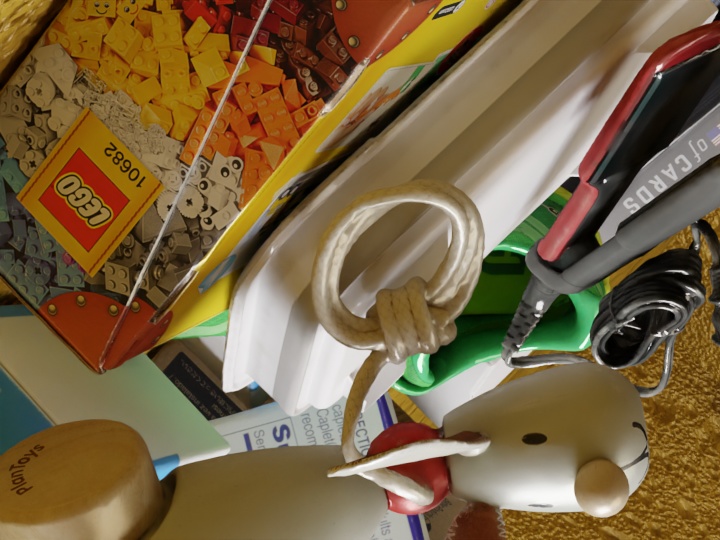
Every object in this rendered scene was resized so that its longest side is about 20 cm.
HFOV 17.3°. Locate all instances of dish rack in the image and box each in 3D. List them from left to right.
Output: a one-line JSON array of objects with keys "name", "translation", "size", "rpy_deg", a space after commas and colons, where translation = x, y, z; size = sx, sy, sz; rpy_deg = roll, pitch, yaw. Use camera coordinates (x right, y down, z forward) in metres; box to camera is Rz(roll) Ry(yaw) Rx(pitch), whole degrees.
[{"name": "dish rack", "translation": [0.041, -0.030, 0.763], "size": [0.200, 0.044, 0.172], "rpy_deg": [-44, 171, -15]}]

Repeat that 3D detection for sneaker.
[{"name": "sneaker", "translation": [0.000, 0.000, 0.873], "size": [0.084, 0.198, 0.075], "rpy_deg": [-111, -157, -57]}]

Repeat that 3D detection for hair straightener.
[{"name": "hair straightener", "translation": [0.088, 0.000, 0.737], "size": [0.041, 0.077, 0.200], "rpy_deg": [-24, 165, -26]}]

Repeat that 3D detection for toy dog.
[{"name": "toy dog", "translation": [-0.012, 0.081, 0.655], "size": [0.199, 0.132, 0.096], "rpy_deg": [-35, -149, 5]}]

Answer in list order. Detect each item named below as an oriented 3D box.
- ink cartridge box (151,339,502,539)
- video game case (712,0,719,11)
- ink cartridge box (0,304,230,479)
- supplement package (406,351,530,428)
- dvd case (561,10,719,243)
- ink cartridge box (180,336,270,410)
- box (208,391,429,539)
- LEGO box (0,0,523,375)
[{"name": "ink cartridge box", "translation": [-0.027, 0.102, 1.192], "size": [0.075, 0.165, 0.200], "rpy_deg": [-47, 171, 12]}, {"name": "video game case", "translation": [0.155, -0.161, 0.872], "size": [0.181, 0.025, 0.200], "rpy_deg": [-47, 167, -12]}, {"name": "ink cartridge box", "translation": [-0.158, 0.110, 0.849], "size": [0.200, 0.084, 0.145], "rpy_deg": [-46, 171, 10]}, {"name": "supplement package", "translation": [0.080, -0.038, 1.199], "size": [0.200, 0.120, 0.121], "rpy_deg": [-43, 173, -21]}, {"name": "dvd case", "translation": [0.124, -0.102, 1.020], "size": [0.150, 0.025, 0.200], "rpy_deg": [-40, -153, 13]}, {"name": "ink cartridge box", "translation": [0.004, -0.040, 0.988], "size": [0.200, 0.068, 0.115], "rpy_deg": [-44, 173, -11]}, {"name": "box", "translation": [-0.061, 0.160, 1.000], "size": [0.199, 0.185, 0.105], "rpy_deg": [-15, 172, 2]}, {"name": "LEGO box", "translation": [-0.017, -0.066, 0.723], "size": [0.149, 0.077, 0.200], "rpy_deg": [-49, 171, 25]}]
